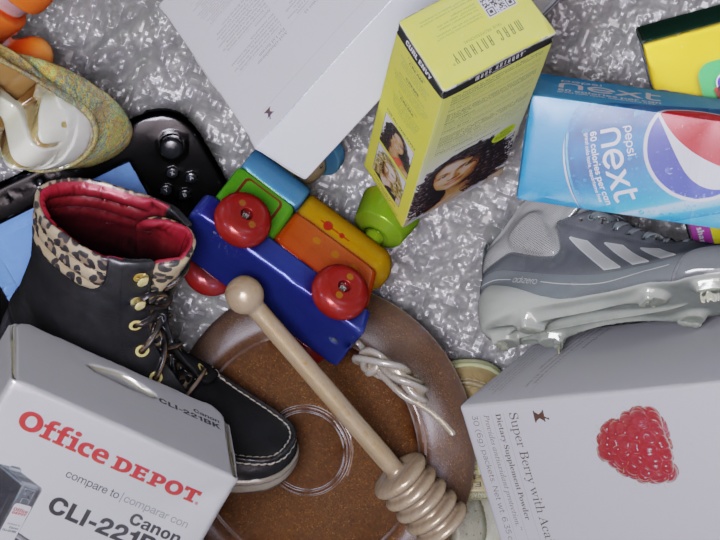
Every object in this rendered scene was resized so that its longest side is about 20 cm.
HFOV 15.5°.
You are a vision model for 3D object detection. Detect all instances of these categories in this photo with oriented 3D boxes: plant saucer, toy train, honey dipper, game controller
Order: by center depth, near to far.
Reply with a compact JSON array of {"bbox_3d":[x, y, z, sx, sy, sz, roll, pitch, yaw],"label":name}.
[{"bbox_3d":[-0.013,0.081,1.544,0.038,0.038,0.200,-38,107,11],"label":"honey dipper"},{"bbox_3d":[0.000,0.000,1.570,0.200,0.085,0.116,36,58,-1],"label":"toy train"},{"bbox_3d":[-0.174,-0.020,1.614,0.200,0.042,0.104,-25,102,9],"label":"game controller"},{"bbox_3d":[-0.029,0.108,1.618,0.200,0.032,0.201,2,97,16],"label":"plant saucer"}]

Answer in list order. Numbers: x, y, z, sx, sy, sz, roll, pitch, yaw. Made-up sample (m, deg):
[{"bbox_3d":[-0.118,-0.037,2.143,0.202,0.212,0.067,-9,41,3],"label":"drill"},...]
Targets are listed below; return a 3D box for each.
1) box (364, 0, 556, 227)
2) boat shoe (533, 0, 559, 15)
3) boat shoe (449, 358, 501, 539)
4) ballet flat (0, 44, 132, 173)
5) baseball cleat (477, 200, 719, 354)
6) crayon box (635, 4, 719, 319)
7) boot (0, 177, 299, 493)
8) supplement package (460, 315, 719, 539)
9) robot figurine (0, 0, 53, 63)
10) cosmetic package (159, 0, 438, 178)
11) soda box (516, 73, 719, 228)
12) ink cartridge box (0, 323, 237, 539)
[{"bbox_3d":[0.052,-0.094,1.482,0.075,0.200,0.050,-29,75,-14],"label":"box"},{"bbox_3d":[0.043,-0.150,1.548,0.202,0.086,0.075,-26,102,8],"label":"boat shoe"},{"bbox_3d":[0.075,0.156,1.636,0.073,0.063,0.201,-2,104,3],"label":"boat shoe"},{"bbox_3d":[-0.207,-0.094,1.501,0.200,0.071,0.071,32,106,-39],"label":"ballet flat"},{"bbox_3d":[0.156,-0.013,1.554,0.200,0.070,0.107,-11,65,27],"label":"baseball cleat"},{"bbox_3d":[0.273,-0.069,1.574,0.172,0.058,0.200,-15,104,6],"label":"crayon box"},{"bbox_3d":[-0.120,0.038,1.549,0.200,0.073,0.151,27,134,11],"label":"boot"},{"bbox_3d":[0.183,0.102,1.548,0.200,0.120,0.121,-8,105,35],"label":"supplement package"},{"bbox_3d":[-0.253,-0.169,1.542,0.200,0.117,0.144,-34,66,11],"label":"robot figurine"},{"bbox_3d":[-0.010,-0.174,1.514,0.200,0.151,0.052,-46,134,13],"label":"cosmetic package"},{"bbox_3d":[0.193,-0.063,1.512,0.200,0.068,0.064,8,105,5],"label":"soda box"},{"bbox_3d":[-0.179,0.152,1.500,0.144,0.084,0.200,25,105,-17],"label":"ink cartridge box"}]
